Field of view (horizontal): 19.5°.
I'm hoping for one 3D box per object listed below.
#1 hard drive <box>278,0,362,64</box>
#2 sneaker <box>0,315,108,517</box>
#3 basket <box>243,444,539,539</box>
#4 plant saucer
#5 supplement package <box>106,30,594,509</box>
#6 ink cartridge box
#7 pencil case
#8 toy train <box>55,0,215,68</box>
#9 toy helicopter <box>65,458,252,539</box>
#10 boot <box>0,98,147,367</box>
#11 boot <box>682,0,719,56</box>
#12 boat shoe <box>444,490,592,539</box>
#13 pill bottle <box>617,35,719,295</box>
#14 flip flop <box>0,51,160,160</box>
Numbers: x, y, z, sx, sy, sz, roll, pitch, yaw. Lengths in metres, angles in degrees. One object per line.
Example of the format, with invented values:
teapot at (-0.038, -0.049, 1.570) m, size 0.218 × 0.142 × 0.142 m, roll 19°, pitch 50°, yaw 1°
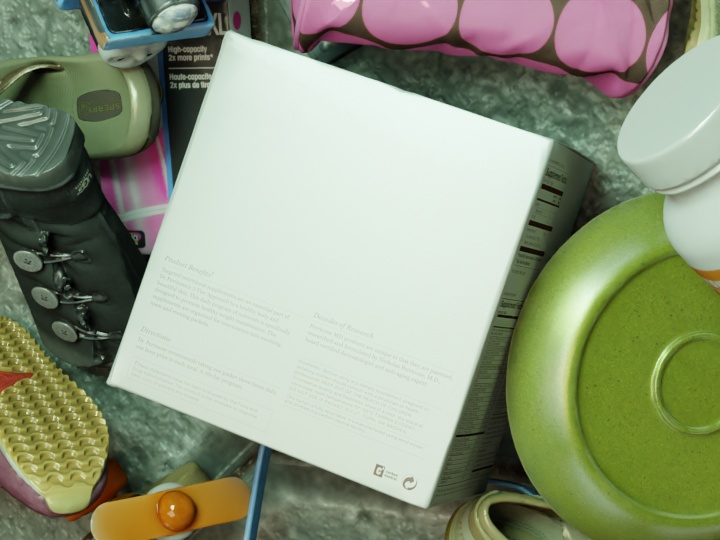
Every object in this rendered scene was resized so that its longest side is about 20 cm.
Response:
hard drive at (0.025, -0.223, 1.173) m, size 0.200 × 0.033 × 0.140 m, roll -29°, pitch 90°, yaw 24°
sneaker at (-0.210, 0.107, 1.280) m, size 0.200 × 0.075 × 0.090 m, roll 48°, pitch 132°, yaw 50°
basket at (0.002, 0.201, 1.221) m, size 0.176 × 0.139 × 0.201 m, roll 16°, pitch 93°, yaw 16°
plant saucer at (0.175, 0.058, 1.116) m, size 0.199 × 0.031 × 0.201 m, roll -2°, pitch 98°, yaw -17°
supplement package at (0.000, 0.000, 1.147) m, size 0.191 × 0.147 × 0.201 m, roll 20°, pitch 93°, yaw 15°
ink cartridge box at (-0.111, -0.108, 1.251) m, size 0.094 × 0.037 × 0.201 m, roll 1°, pitch 100°, yaw 21°
pencil case at (0.063, -0.142, 1.118) m, size 0.199 × 0.094 × 0.091 m, roll 10°, pitch 63°, yaw -5°
toy train at (-0.145, -0.205, 1.175) m, size 0.201 × 0.086 × 0.114 m, roll 65°, pitch 149°, yaw 18°
toy helicopter at (-0.147, 0.171, 1.234) m, size 0.132 × 0.200 × 0.079 m, roll -29°, pitch 98°, yaw 33°
boot at (-0.204, -0.025, 1.240) m, size 0.164 × 0.200 × 0.066 m, roll 19°, pitch 64°, yaw 26°
boot at (0.251, -0.134, 1.085) m, size 0.154 × 0.072 × 0.201 m, roll 14°, pitch 113°, yaw 19°
boat shoe at (0.147, 0.167, 1.158) m, size 0.200 × 0.063 × 0.073 m, roll 20°, pitch 66°, yaw -8°
pill bottle at (0.224, -0.020, 1.046) m, size 0.112 × 0.112 × 0.200 m, roll -39°, pitch 110°, yaw 23°
flip flop at (-0.197, -0.087, 1.253) m, size 0.200 × 0.057 × 0.081 m, roll -4°, pitch 100°, yaw 46°
